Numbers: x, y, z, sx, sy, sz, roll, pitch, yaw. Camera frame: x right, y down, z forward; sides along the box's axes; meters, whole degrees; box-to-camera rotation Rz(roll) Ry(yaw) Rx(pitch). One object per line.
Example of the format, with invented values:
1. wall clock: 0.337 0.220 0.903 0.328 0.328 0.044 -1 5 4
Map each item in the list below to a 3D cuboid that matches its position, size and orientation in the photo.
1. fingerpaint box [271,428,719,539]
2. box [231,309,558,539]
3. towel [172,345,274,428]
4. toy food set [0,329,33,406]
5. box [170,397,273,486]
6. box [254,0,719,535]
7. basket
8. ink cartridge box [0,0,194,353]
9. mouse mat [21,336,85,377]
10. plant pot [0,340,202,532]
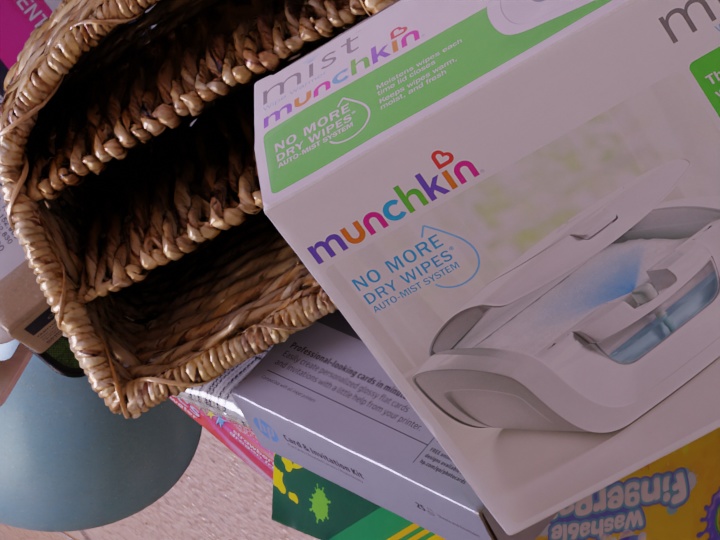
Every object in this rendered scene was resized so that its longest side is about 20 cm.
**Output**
1. fingerpaint box: 0.084 0.089 1.297 0.167 0.199 0.074 15 107 55
2. box: 0.065 0.018 1.162 0.156 0.200 0.041 23 151 44
3. towel: 0.000 0.000 1.272 0.199 0.193 0.035 19 151 47
4. toy food set: -0.227 -0.037 1.665 0.060 0.144 0.201 -2 118 14
5. box: -0.088 0.025 1.656 0.200 0.095 0.103 40 161 7
6. box: 0.090 -0.033 0.993 0.177 0.199 0.097 54 -164 -30
7. basket: -0.058 -0.062 1.182 0.143 0.199 0.149 55 -163 -28
8. ink cartridge box: -0.164 -0.088 1.378 0.200 0.165 0.075 50 180 12
9. mouse mat: -0.164 -0.032 1.561 0.161 0.200 0.008 39 130 9
10. plant pot: -0.201 0.053 1.829 0.200 0.200 0.135 34 143 22
